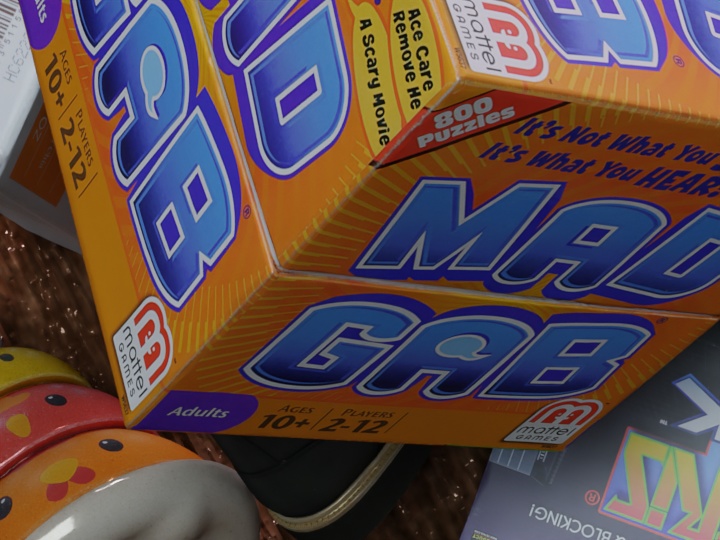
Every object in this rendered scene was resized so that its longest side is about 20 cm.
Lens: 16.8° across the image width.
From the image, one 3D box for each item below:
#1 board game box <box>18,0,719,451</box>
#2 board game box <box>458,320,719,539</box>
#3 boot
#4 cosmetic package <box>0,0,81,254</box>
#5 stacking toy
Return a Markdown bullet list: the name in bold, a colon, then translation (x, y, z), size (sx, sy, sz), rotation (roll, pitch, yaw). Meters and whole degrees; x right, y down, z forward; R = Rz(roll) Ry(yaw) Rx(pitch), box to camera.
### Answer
- **board game box**: translation (0.025, -0.074, 0.856), size (0.200, 0.199, 0.201), rotation (-45, 52, 40)
- **board game box**: translation (0.158, 0.082, 1.016), size (0.199, 0.057, 0.166), rotation (19, 83, 15)
- **boot**: translation (0.000, 0.000, 1.004), size (0.077, 0.138, 0.201), rotation (12, 65, 43)
- **cosmetic package**: translation (-0.127, -0.070, 1.028), size (0.071, 0.200, 0.102), rotation (23, 86, 15)
- **stacking toy**: translation (-0.151, 0.084, 1.060), size (0.146, 0.146, 0.200), rotation (-44, 58, 2)
